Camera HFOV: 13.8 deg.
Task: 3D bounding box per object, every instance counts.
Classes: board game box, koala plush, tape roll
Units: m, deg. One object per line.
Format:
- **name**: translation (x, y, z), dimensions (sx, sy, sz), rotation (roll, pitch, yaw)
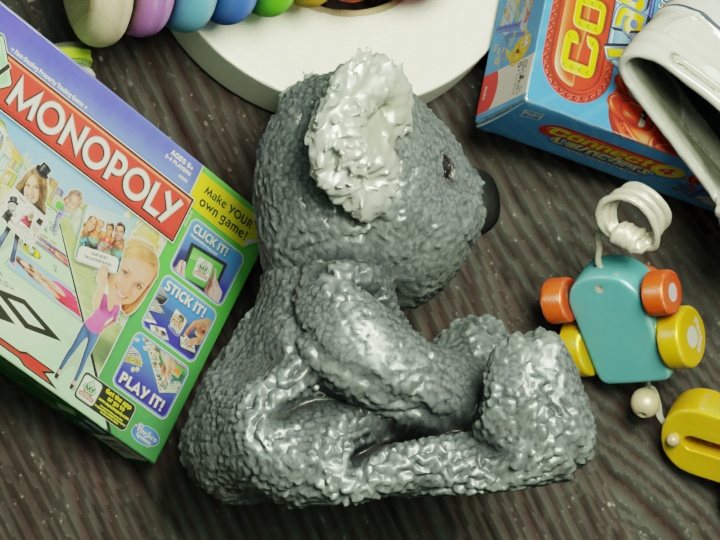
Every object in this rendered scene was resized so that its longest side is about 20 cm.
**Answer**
- **board game box**: translation (0.171, -0.140, 1.488), dimensions (0.195, 0.056, 0.201), rotation (18, 74, -21)
- **koala plush**: translation (0.000, 0.000, 1.361), dimensions (0.182, 0.177, 0.202), rotation (-6, 93, -8)
- **board game box**: translation (-0.141, -0.018, 1.368), dimensions (0.200, 0.029, 0.135), rotation (38, 69, -34)
- **tape roll**: translation (-0.012, -0.174, 1.481), dimensions (0.201, 0.037, 0.204), rotation (3, 76, -12)

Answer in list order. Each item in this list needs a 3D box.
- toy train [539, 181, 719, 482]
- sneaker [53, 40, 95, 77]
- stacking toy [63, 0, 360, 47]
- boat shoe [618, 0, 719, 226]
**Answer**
- **toy train**: translation (0.187, 0.035, 1.434), dimensions (0.200, 0.150, 0.056), rotation (38, 42, 2)
- **sneaker**: translation (-0.200, -0.038, 1.387), dimensions (0.199, 0.074, 0.081), rotation (-26, 87, -16)
- **stacking toy**: translation (-0.040, -0.154, 1.412), dimensions (0.199, 0.085, 0.086), rotation (-5, 78, -18)
- **boat shoe**: translation (0.195, -0.038, 1.410), dimensions (0.200, 0.074, 0.065), rotation (49, 56, 2)
